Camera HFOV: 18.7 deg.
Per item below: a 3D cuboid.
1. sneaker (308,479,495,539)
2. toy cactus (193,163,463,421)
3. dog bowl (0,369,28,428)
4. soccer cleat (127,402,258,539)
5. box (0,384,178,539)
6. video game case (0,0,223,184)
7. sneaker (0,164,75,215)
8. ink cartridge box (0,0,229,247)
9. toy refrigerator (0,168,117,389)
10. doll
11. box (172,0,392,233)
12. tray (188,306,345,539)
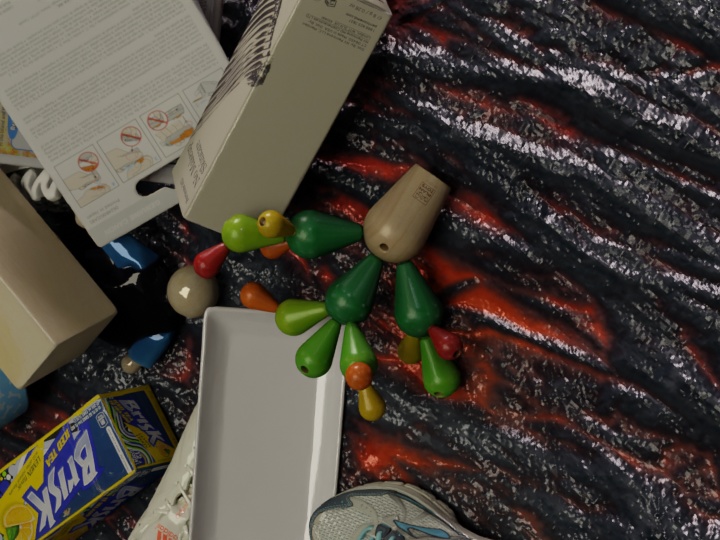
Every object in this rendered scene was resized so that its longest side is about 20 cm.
[{"bbox_3d":[0.040,0.201,1.511,0.199,0.086,0.078,16,103,32],"label":"sneaker"},{"bbox_3d":[0.000,0.000,1.505,0.200,0.102,0.165,35,92,8],"label":"toy cactus"},{"bbox_3d":[-0.319,0.037,1.725,0.201,0.049,0.111,68,160,0],"label":"dog bowl"},{"bbox_3d":[-0.128,0.179,1.627,0.069,0.077,0.201,30,110,28],"label":"soccer cleat"},{"bbox_3d":[-0.232,0.169,1.705,0.200,0.064,0.070,-37,74,32],"label":"box"},{"bbox_3d":[-0.195,-0.171,1.613,0.181,0.024,0.201,7,98,1],"label":"video game case"},{"bbox_3d":[-0.269,-0.086,1.707,0.199,0.075,0.081,2,82,32],"label":"sneaker"},{"bbox_3d":[-0.177,-0.141,1.591,0.160,0.047,0.200,-30,110,6],"label":"ink cartridge box"},{"bbox_3d":[-0.282,-0.013,1.637,0.200,0.076,0.070,50,128,6],"label":"toy refrigerator"},{"bbox_3d":[-0.196,0.014,1.669,0.199,0.048,0.137,2,114,32],"label":"doll"},{"bbox_3d":[-0.058,-0.123,1.534,0.200,0.068,0.082,-60,23,20],"label":"box"},{"bbox_3d":[-0.069,0.125,1.590,0.107,0.022,0.201,3,99,-10],"label":"tray"}]
